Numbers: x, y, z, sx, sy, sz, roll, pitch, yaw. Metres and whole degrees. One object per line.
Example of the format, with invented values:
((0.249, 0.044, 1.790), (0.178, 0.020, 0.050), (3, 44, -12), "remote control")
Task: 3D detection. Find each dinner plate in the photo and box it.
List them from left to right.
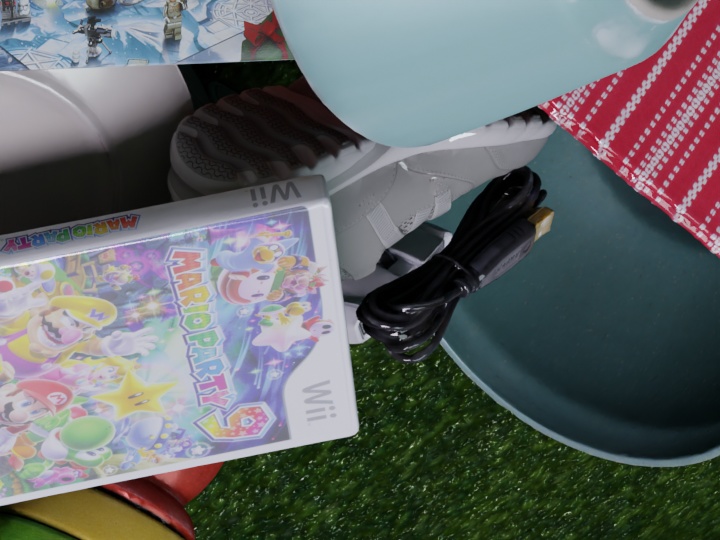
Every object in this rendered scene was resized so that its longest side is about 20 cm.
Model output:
((-0.155, -0.029, 0.912), (0.199, 0.024, 0.201), (-10, 132, -11), "dinner plate")

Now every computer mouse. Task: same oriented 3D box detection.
((0.000, 0.000, 1.089), (0.110, 0.044, 0.200), (-45, -164, -25), "computer mouse")

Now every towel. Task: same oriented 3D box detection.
((0.120, -0.112, 0.987), (0.200, 0.022, 0.145), (38, 79, -18), "towel")

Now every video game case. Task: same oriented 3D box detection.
((-0.104, 0.034, 0.922), (0.199, 0.018, 0.144), (-11, 141, -4), "video game case")

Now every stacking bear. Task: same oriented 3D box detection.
((-0.124, 0.126, 1.110), (0.201, 0.113, 0.122), (-65, 149, -17), "stacking bear")

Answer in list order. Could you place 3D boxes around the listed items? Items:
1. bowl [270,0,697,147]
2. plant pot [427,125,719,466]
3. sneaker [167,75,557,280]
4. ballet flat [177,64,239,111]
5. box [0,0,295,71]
((0.059, -0.142, 0.844), (0.200, 0.104, 0.202), (-5, 96, -59), "bowl")
((0.131, -0.031, 1.132), (0.134, 0.200, 0.201), (-46, 161, -37), "plant pot")
((-0.004, -0.038, 0.983), (0.199, 0.075, 0.082), (-17, 135, -41), "sneaker")
((-0.075, -0.051, 0.998), (0.068, 0.068, 0.200), (-31, 142, 13), "ballet flat")
((-0.075, -0.136, 0.814), (0.199, 0.040, 0.138), (-6, 98, -41), "box")
